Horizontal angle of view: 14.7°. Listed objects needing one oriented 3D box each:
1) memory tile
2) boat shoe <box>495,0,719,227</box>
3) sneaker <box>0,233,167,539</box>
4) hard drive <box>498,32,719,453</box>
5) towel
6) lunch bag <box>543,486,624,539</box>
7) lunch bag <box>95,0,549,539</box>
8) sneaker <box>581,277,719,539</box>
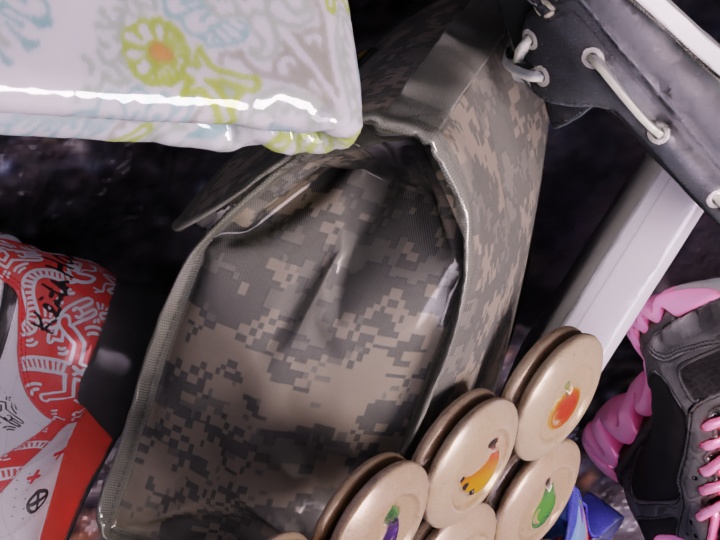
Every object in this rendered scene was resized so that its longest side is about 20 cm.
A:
[{"bbox_3d":[0.014,0.112,0.950,0.200,0.017,0.153,-33,144,-40],"label":"memory tile"},{"bbox_3d":[0.084,-0.070,0.931,0.200,0.076,0.060,37,98,-2],"label":"boat shoe"},{"bbox_3d":[-0.151,0.062,1.053,0.108,0.067,0.201,23,130,-6],"label":"sneaker"},{"bbox_3d":[0.115,-0.031,1.047,0.027,0.132,0.200,31,107,1],"label":"hard drive"},{"bbox_3d":[-0.098,-0.123,0.855,0.200,0.171,0.048,2,164,-29],"label":"towel"},{"bbox_3d":[0.048,0.175,1.132,0.200,0.094,0.151,-53,156,-14],"label":"lunch bag"},{"bbox_3d":[0.000,0.000,0.990,0.117,0.164,0.200,23,116,8],"label":"lunch bag"},{"bbox_3d":[0.143,0.067,1.096,0.079,0.096,0.200,-10,155,-8],"label":"sneaker"}]
